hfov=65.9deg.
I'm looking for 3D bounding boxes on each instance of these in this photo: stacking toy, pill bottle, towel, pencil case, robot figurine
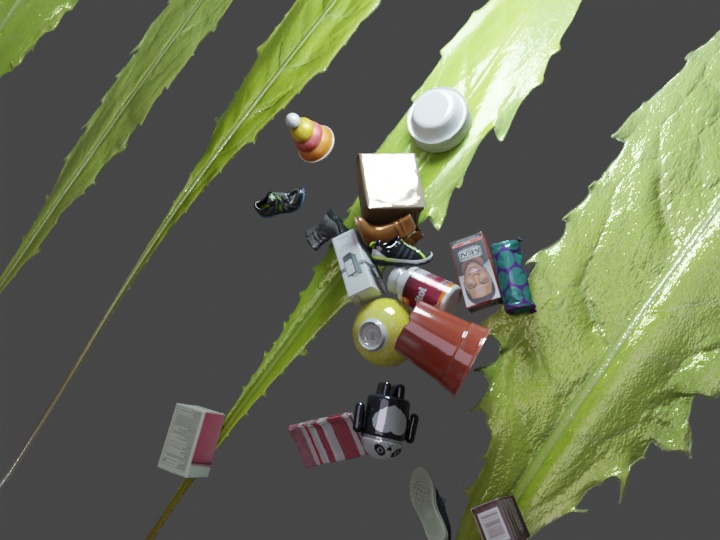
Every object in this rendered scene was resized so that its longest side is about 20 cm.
[{"bbox_3d":[-0.189,-0.471,1.890,0.144,0.200,0.148,-8,69,22],"label":"stacking toy"},{"bbox_3d":[0.178,0.060,1.577,0.198,0.113,0.114,25,84,31],"label":"pill bottle"},{"bbox_3d":[-0.092,0.480,1.558,0.197,0.023,0.146,-17,107,17],"label":"towel"},{"bbox_3d":[0.413,0.017,1.496,0.085,0.091,0.203,-33,56,50],"label":"pencil case"},{"bbox_3d":[0.069,0.405,1.499,0.148,0.125,0.203,4,73,26],"label":"robot figurine"}]

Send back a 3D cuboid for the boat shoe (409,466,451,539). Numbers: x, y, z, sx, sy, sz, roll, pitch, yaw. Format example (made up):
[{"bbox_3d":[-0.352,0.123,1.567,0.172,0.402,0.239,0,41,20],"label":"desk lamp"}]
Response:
[{"bbox_3d":[0.179,0.602,1.416,0.074,0.062,0.201,-35,46,16],"label":"boat shoe"}]

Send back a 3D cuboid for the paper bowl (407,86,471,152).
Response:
[{"bbox_3d":[0.242,-0.484,1.746,0.198,0.104,0.204,-8,68,21],"label":"paper bowl"}]

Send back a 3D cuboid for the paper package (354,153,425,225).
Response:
[{"bbox_3d":[0.088,-0.250,1.694,0.187,0.104,0.203,-3,65,-11],"label":"paper package"}]

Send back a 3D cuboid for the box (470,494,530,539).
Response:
[{"bbox_3d":[0.324,0.579,1.273,0.074,0.200,0.101,-29,62,16],"label":"box"}]

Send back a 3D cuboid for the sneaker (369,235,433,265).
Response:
[{"bbox_3d":[0.123,-0.060,1.611,0.072,0.197,0.084,-149,58,-67],"label":"sneaker"}]

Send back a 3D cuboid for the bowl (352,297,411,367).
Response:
[{"bbox_3d":[0.050,0.180,1.567,0.197,0.107,0.204,0,90,29],"label":"bowl"}]

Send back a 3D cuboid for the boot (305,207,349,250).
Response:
[{"bbox_3d":[-0.103,-0.108,1.778,0.132,0.070,0.200,-43,29,7],"label":"boot"}]

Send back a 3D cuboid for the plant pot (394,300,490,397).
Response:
[{"bbox_3d":[0.204,0.190,1.438,0.194,0.201,0.203,29,85,12],"label":"plant pot"}]

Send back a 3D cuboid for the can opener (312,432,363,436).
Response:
[{"bbox_3d":[-0.065,0.459,1.576,0.198,0.067,0.054,-20,65,22],"label":"can opener"}]

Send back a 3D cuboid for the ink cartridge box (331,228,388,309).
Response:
[{"bbox_3d":[0.000,0.000,1.665,0.083,0.146,0.202,-24,64,14],"label":"ink cartridge box"}]

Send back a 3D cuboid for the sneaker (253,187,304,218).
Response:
[{"bbox_3d":[-0.281,-0.236,1.919,0.197,0.083,0.072,-16,66,20],"label":"sneaker"}]

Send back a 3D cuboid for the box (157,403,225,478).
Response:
[{"bbox_3d":[-0.530,0.535,1.748,0.126,0.109,0.203,7,76,27],"label":"box"}]

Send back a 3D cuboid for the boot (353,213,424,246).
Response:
[{"bbox_3d":[0.084,-0.123,1.647,0.154,0.200,0.074,-33,39,16],"label":"boot"}]

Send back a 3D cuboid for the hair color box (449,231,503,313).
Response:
[{"bbox_3d":[0.325,0.005,1.557,0.100,0.061,0.203,-20,66,17],"label":"hair color box"}]
